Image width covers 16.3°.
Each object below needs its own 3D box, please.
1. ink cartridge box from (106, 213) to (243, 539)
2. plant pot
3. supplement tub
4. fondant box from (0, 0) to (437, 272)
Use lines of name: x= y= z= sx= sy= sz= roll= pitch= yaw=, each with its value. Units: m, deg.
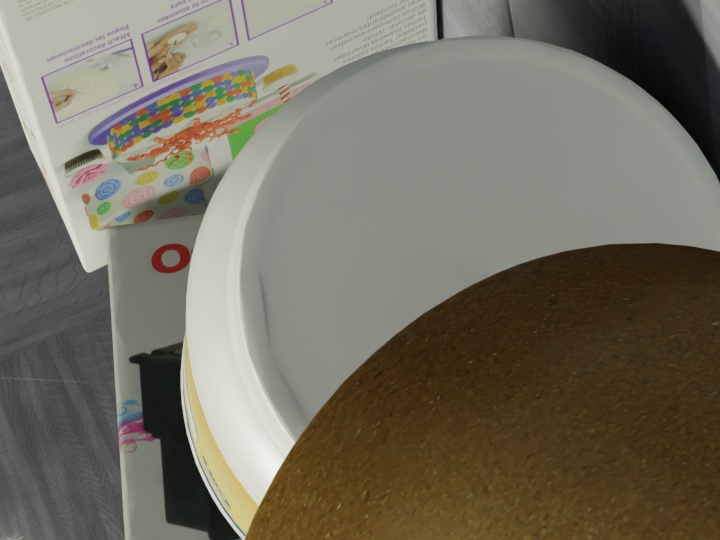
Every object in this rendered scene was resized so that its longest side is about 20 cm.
ink cartridge box: x=-0.006 y=0.076 z=0.848 sx=0.083 sy=0.146 sz=0.200 roll=80 pitch=-179 yaw=-58
plant pot: x=0.094 y=0.091 z=0.416 sx=0.200 sy=0.186 sz=0.187 roll=5 pitch=120 yaw=67
supplement tub: x=0.023 y=0.020 z=0.690 sx=0.200 sy=0.145 sz=0.145 roll=114 pitch=131 yaw=-80
fondant box: x=-0.050 y=-0.091 z=0.834 sx=0.058 sy=0.144 sz=0.200 roll=61 pitch=171 yaw=25
